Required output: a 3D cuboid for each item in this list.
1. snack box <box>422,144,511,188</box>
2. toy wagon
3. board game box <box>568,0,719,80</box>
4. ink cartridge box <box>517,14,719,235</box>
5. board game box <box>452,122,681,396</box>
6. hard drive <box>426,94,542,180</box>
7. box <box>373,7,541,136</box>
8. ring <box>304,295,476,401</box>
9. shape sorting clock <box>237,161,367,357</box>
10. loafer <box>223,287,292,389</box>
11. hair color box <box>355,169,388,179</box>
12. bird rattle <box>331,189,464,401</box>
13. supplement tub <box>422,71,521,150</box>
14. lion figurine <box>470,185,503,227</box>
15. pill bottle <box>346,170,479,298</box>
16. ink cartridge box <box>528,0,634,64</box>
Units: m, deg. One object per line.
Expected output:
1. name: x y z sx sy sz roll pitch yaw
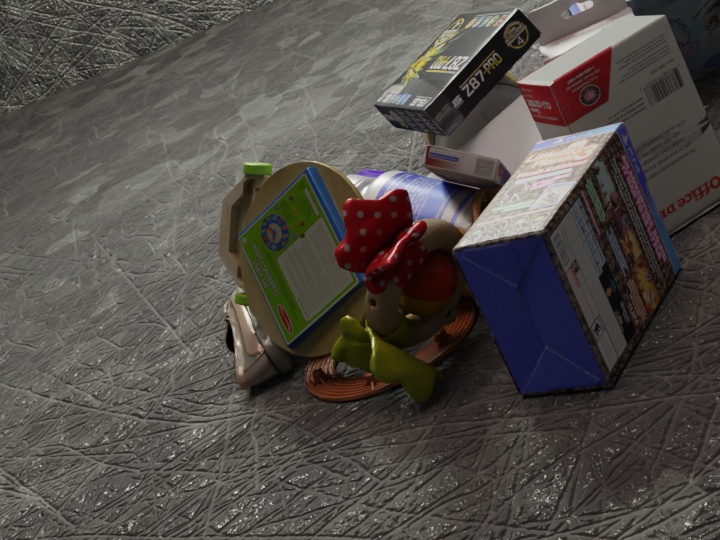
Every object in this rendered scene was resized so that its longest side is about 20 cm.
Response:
1. snack box: 0.110 -0.101 1.415 0.071 0.025 0.200 12 2 9
2. toy wagon: -0.069 -0.032 1.503 0.199 0.156 0.039 10 10 33
3. board game box: 0.362 -0.291 1.691 0.199 0.199 0.044 -26 54 3
4. ink cartridge box: 0.270 -0.135 1.413 0.144 0.201 0.084 -31 17 -12
5. board game box: 0.192 -0.011 1.267 0.096 0.160 0.200 -10 25 38
6. hard drive: 0.154 -0.100 1.537 0.200 0.026 0.132 -39 50 25
7. box: 0.110 -0.233 1.641 0.161 0.049 0.200 -48 18 -4
8. ring: 0.028 0.071 1.475 0.199 0.019 0.201 -25 20 10
9. shape sorting clock: -0.054 -0.012 1.443 0.199 0.202 0.039 -9 -6 40
10. loafer: -0.132 0.075 1.600 0.063 0.072 0.200 -35 24 -2
11. hair color box: -0.032 -0.021 1.639 0.200 0.110 0.065 -36 24 -21
12. bird rattle: 0.040 0.011 1.335 0.112 0.201 0.163 17 29 37
13. supplement tub: 0.152 -0.178 1.740 0.144 0.145 0.200 -25 20 5
14. lion figurine: 0.159 -0.040 1.385 0.072 0.200 0.123 -23 54 23
15. pill bottle: 0.064 -0.044 1.492 0.199 0.113 0.112 16 43 33
16. ink cartridge box: 0.279 -0.218 1.595 0.115 0.201 0.068 -22 20 13
